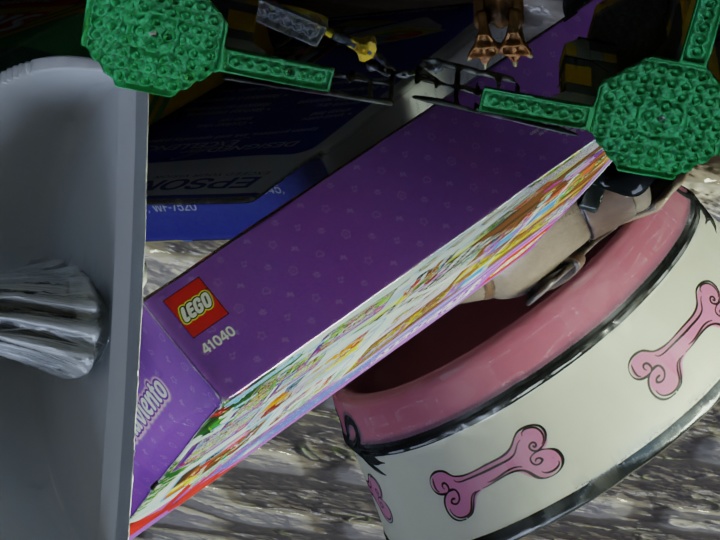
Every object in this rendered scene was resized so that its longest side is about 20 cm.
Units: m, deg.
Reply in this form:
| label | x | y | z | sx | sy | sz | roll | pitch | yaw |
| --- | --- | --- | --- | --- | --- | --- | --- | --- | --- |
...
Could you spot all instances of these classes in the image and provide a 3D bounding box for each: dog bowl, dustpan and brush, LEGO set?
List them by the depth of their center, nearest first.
| label | x | y | z | sx | sy | sz | roll | pitch | yaw |
| --- | --- | --- | --- | --- | --- | --- | --- | --- | --- |
| LEGO set | 0.023 | -0.117 | 0.677 | 0.200 | 0.116 | 0.154 | 3 | 127 | 1 |
| dustpan and brush | -0.118 | 0.012 | 0.759 | 0.057 | 0.140 | 0.200 | 3 | 179 | -21 |
| dog bowl | 0.074 | 0.031 | 1.098 | 0.074 | 0.200 | 0.200 | 54 | 148 | -14 |

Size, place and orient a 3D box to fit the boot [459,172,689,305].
| label | x | y | z | sx | sy | sz | roll | pitch | yaw |
| --- | --- | --- | --- | --- | --- | --- | --- | --- | --- |
| boot | 0.063 | -0.031 | 1.062 | 0.146 | 0.070 | 0.200 | -24 | -166 | 16 |

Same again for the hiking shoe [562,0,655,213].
| label | x | y | z | sx | sy | sz | roll | pitch | yaw |
| --- | --- | --- | --- | --- | --- | --- | --- | --- | --- |
| hiking shoe | 0.106 | -0.083 | 0.836 | 0.074 | 0.087 | 0.200 | 9 | 164 | 0 |

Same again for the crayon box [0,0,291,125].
| label | x | y | z | sx | sy | sz | roll | pitch | yaw |
| --- | --- | --- | --- | --- | --- | --- | --- | --- | --- |
| crayon box | -0.121 | -0.074 | 0.929 | 0.127 | 0.051 | 0.200 | -3 | -160 | 33 |

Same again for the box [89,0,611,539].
| label | x | y | z | sx | sy | sz | roll | pitch | yaw |
| --- | --- | --- | --- | --- | --- | --- | --- | --- | --- |
| box | 0.000 | 0.000 | 0.792 | 0.039 | 0.200 | 0.137 | 51 | 149 | 8 |

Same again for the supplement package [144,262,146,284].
| label | x | y | z | sx | sy | sz | roll | pitch | yaw |
| --- | --- | --- | --- | --- | --- | --- | --- | --- | --- |
| supplement package | -0.202 | -0.003 | 1.069 | 0.200 | 0.120 | 0.121 | 32 | -179 | -5 |

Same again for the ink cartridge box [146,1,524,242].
| label | x | y | z | sx | sy | sz | roll | pitch | yaw |
| --- | --- | --- | --- | --- | --- | --- | --- | --- | --- |
| ink cartridge box | -0.067 | -0.042 | 0.944 | 0.197 | 0.047 | 0.200 | -1 | -156 | 31 |
